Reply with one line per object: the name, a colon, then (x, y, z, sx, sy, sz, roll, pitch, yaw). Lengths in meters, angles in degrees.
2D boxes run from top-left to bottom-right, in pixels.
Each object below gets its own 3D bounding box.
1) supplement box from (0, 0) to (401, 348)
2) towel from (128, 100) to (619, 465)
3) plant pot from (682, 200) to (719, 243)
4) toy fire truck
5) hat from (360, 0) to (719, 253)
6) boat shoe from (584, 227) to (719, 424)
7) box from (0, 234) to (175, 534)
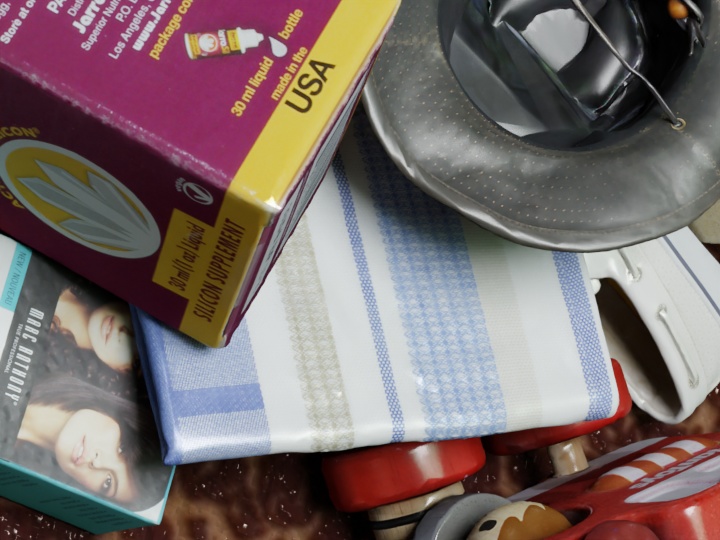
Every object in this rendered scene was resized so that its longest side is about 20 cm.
supplement box: (-0.103, -0.080, 0.966, 0.200, 0.131, 0.103, 29, 65, 2)
towel: (0.000, 0.000, 1.060, 0.199, 0.024, 0.147, -5, 69, -26)
plant pot: (0.165, -0.119, 1.188, 0.187, 0.187, 0.201, -18, 106, -35)
toy fire truck: (0.088, 0.102, 1.087, 0.200, 0.168, 0.113, -18, 92, -35)
hat: (0.072, -0.092, 1.070, 0.200, 0.081, 0.201, 6, 73, -19)
boat shoe: (0.089, -0.012, 1.172, 0.200, 0.071, 0.070, 49, 60, -24)
box: (-0.156, 0.026, 1.004, 0.200, 0.049, 0.083, 25, 69, -29)
